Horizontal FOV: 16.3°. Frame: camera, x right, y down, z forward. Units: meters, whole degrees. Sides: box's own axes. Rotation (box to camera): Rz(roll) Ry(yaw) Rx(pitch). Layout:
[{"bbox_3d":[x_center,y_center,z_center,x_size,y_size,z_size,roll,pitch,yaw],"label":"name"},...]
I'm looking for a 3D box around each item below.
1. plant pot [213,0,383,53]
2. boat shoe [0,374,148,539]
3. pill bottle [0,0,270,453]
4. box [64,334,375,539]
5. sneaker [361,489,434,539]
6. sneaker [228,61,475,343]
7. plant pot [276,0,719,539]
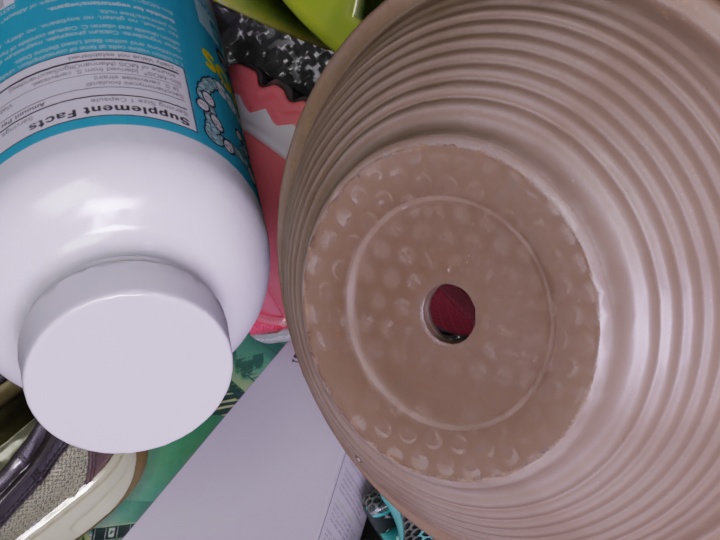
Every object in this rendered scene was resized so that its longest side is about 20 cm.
[{"bbox_3d":[0.056,-0.143,0.891,0.180,0.200,0.200,23,95,17],"label":"plant pot"},{"bbox_3d":[-0.171,0.099,0.904,0.200,0.066,0.072,-37,41,-9],"label":"boat shoe"},{"bbox_3d":[-0.092,-0.029,0.883,0.110,0.111,0.201,-27,41,10],"label":"pill bottle"},{"bbox_3d":[-0.076,0.110,0.920,0.143,0.036,0.201,-1,49,24],"label":"box"},{"bbox_3d":[0.046,0.075,0.904,0.090,0.201,0.078,1,133,20],"label":"sneaker"},{"bbox_3d":[0.000,0.000,0.931,0.200,0.074,0.087,35,92,42],"label":"sneaker"},{"bbox_3d":[0.048,0.004,0.744,0.199,0.093,0.203,6,102,29],"label":"plant pot"}]
